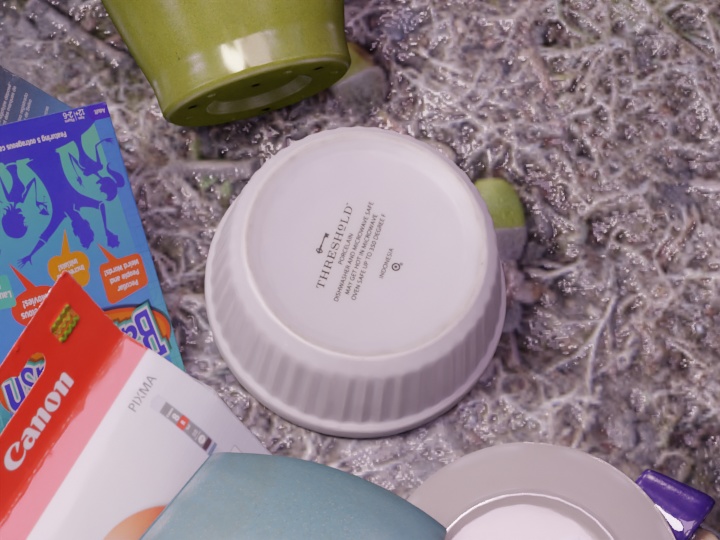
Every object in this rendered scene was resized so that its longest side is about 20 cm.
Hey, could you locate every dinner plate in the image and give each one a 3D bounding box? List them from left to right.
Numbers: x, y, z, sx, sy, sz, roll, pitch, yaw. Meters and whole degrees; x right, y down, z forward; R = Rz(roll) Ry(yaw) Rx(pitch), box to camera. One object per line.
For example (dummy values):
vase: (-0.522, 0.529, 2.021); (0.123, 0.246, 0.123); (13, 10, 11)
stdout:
dinner plate: (0.103, 0.204, 1.428); (0.200, 0.024, 0.201); (-1, 77, 6)

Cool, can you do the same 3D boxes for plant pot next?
plant pot: (-0.094, -0.204, 1.524); (0.200, 0.200, 0.193); (-15, 83, -10)
plant pot: (-0.064, 0.184, 1.342); (0.135, 0.200, 0.200); (41, 70, 0)

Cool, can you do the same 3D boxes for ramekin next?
ramekin: (0.000, 0.000, 1.489); (0.202, 0.094, 0.203); (2, 69, -5)

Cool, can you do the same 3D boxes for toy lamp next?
toy lamp: (0.249, 0.199, 1.452); (0.200, 0.058, 0.058); (37, 70, 8)

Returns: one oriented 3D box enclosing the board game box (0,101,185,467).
board game box: (-0.196, 0.008, 1.421); (0.152, 0.045, 0.200); (-19, 94, -46)

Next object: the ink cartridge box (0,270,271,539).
ink cartridge box: (-0.150, 0.121, 1.381); (0.050, 0.200, 0.162); (13, 62, 39)

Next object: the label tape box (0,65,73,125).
label tape box: (-0.264, -0.064, 1.448); (0.200, 0.063, 0.145); (32, 61, -38)
